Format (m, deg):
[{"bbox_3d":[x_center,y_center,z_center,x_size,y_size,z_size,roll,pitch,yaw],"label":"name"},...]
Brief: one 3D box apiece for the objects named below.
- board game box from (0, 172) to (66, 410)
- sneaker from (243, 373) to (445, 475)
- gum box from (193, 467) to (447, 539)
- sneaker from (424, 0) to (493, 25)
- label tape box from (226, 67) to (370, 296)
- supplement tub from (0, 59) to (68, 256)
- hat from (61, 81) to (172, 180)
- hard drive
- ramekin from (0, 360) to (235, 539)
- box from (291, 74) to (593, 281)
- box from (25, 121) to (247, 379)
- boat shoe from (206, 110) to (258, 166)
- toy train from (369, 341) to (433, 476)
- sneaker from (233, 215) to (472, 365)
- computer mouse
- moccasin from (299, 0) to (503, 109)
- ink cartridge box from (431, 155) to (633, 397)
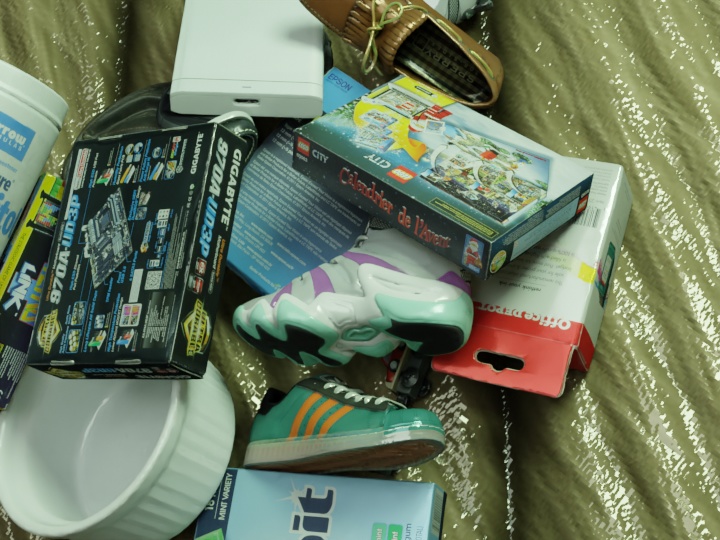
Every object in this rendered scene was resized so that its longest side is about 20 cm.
[{"bbox_3d":[-0.313,0.024,1.160,0.057,0.165,0.201,26,75,-20],"label":"board game box"},{"bbox_3d":[-0.016,0.117,1.042,0.199,0.071,0.080,-12,64,39],"label":"sneaker"},{"bbox_3d":[-0.040,0.249,1.039,0.199,0.045,0.171,1,69,20],"label":"gum box"},{"bbox_3d":[0.061,-0.309,1.224,0.139,0.078,0.201,-25,73,5],"label":"sneaker"},{"bbox_3d":[-0.033,-0.062,1.154,0.143,0.066,0.200,37,82,27],"label":"label tape box"},{"bbox_3d":[-0.343,-0.076,1.088,0.131,0.132,0.201,20,81,24],"label":"supplement tub"},{"bbox_3d":[-0.204,-0.112,1.219,0.200,0.081,0.202,-6,68,16],"label":"hat"},{"bbox_3d":[-0.099,-0.210,1.188,0.131,0.027,0.200,1,42,-2],"label":"hard drive"},{"bbox_3d":[-0.200,0.135,1.083,0.200,0.098,0.201,-17,56,28],"label":"ramekin"},{"bbox_3d":[0.063,-0.080,1.031,0.200,0.038,0.136,32,46,29],"label":"box"},{"bbox_3d":[-0.179,-0.014,1.044,0.158,0.046,0.201,-4,69,33],"label":"box"},{"bbox_3d":[-0.152,-0.048,1.116,0.200,0.076,0.060,-48,59,9],"label":"boat shoe"},{"bbox_3d":[0.041,0.074,1.093,0.046,0.034,0.201,11,73,35],"label":"toy train"},{"bbox_3d":[0.000,0.000,1.054,0.199,0.078,0.140,-2,57,19],"label":"sneaker"},{"bbox_3d":[-0.100,-0.165,1.194,0.140,0.046,0.200,8,43,5],"label":"computer mouse"},{"bbox_3d":[0.034,-0.202,1.135,0.201,0.078,0.074,37,109,-8],"label":"moccasin"},{"bbox_3d":[0.142,0.008,1.066,0.116,0.067,0.201,11,72,23],"label":"ink cartridge box"}]
